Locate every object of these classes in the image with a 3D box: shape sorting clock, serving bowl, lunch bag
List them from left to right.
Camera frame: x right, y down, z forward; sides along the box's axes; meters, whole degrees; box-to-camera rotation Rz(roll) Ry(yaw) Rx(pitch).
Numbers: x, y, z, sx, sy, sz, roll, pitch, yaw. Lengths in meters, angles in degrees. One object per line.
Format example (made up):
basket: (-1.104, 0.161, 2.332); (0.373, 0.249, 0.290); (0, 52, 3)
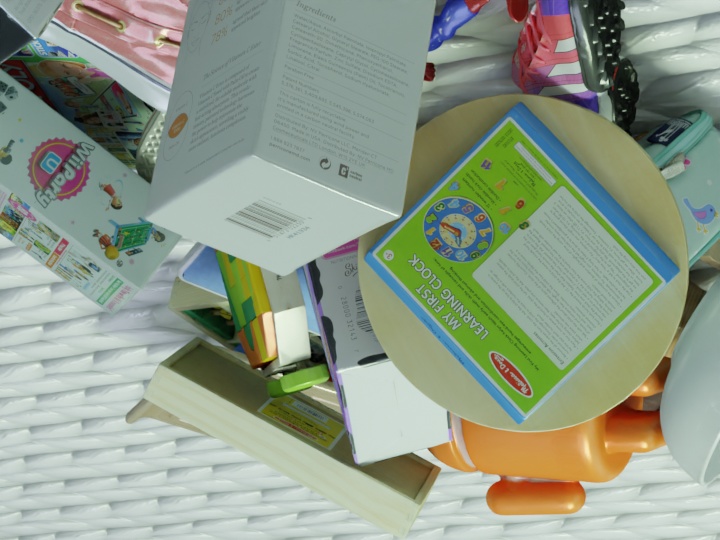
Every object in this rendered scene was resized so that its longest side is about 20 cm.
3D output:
shape sorting clock: (0.095, -0.004, 1.581); (0.198, 0.202, 0.039); (5, -173, 11)
lunch bag: (0.146, -0.019, 1.687); (0.077, 0.160, 0.200); (56, 145, -4)
serving bowl: (0.257, 0.043, 1.780); (0.066, 0.200, 0.200); (34, 161, 14)

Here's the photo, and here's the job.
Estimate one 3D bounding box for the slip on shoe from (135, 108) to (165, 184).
slip on shoe: (-0.078, -0.122, 1.661); (0.074, 0.061, 0.200); (34, 134, -4)

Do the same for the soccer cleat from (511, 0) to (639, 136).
soccer cleat: (0.119, -0.128, 1.574); (0.073, 0.069, 0.200); (8, 159, 14)

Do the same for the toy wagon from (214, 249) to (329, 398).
toy wagon: (-0.068, 0.009, 1.812); (0.039, 0.156, 0.200); (-14, 176, -11)

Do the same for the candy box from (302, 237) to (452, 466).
candy box: (0.000, 0.000, 1.730); (0.071, 0.201, 0.168); (-14, 156, -2)

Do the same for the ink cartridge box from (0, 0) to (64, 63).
ink cartridge box: (-0.301, -0.177, 1.553); (0.200, 0.044, 0.198); (44, 139, -17)

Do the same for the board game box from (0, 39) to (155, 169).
board game box: (-0.176, -0.123, 1.744); (0.134, 0.029, 0.200); (1, 155, 17)

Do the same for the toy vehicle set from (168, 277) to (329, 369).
toy vehicle set: (-0.038, 0.053, 2.072); (0.124, 0.027, 0.200); (-7, 151, 37)

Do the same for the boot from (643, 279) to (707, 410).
boot: (0.172, 0.032, 1.941); (0.165, 0.073, 0.200); (22, 158, 2)

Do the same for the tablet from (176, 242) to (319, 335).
tablet: (-0.018, -0.001, 1.929); (0.199, 0.014, 0.130); (23, 131, -26)

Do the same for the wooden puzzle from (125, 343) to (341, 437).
wooden puzzle: (-0.065, 0.099, 2.087); (0.199, 0.047, 0.185); (14, 158, -17)

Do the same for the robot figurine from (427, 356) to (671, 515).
robot figurine: (0.120, 0.085, 1.856); (0.199, 0.117, 0.144); (2, 133, 25)

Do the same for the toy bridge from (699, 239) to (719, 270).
toy bridge: (0.240, -0.034, 1.722); (0.027, 0.068, 0.200); (26, 168, -18)

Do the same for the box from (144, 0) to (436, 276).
box: (-0.034, -0.118, 1.482); (0.097, 0.201, 0.124); (22, 155, -26)

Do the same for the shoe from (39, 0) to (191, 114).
shoe: (-0.153, -0.176, 1.577); (0.199, 0.072, 0.091); (31, 121, -5)

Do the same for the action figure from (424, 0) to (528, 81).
action figure: (0.018, -0.140, 1.610); (0.065, 0.052, 0.200); (19, 157, -30)

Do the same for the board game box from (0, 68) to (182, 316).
board game box: (-0.214, -0.060, 1.740); (0.200, 0.064, 0.148); (38, 167, -6)

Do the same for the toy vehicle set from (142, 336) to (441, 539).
toy vehicle set: (-0.044, 0.111, 1.821); (0.199, 0.027, 0.124); (28, -170, 5)
